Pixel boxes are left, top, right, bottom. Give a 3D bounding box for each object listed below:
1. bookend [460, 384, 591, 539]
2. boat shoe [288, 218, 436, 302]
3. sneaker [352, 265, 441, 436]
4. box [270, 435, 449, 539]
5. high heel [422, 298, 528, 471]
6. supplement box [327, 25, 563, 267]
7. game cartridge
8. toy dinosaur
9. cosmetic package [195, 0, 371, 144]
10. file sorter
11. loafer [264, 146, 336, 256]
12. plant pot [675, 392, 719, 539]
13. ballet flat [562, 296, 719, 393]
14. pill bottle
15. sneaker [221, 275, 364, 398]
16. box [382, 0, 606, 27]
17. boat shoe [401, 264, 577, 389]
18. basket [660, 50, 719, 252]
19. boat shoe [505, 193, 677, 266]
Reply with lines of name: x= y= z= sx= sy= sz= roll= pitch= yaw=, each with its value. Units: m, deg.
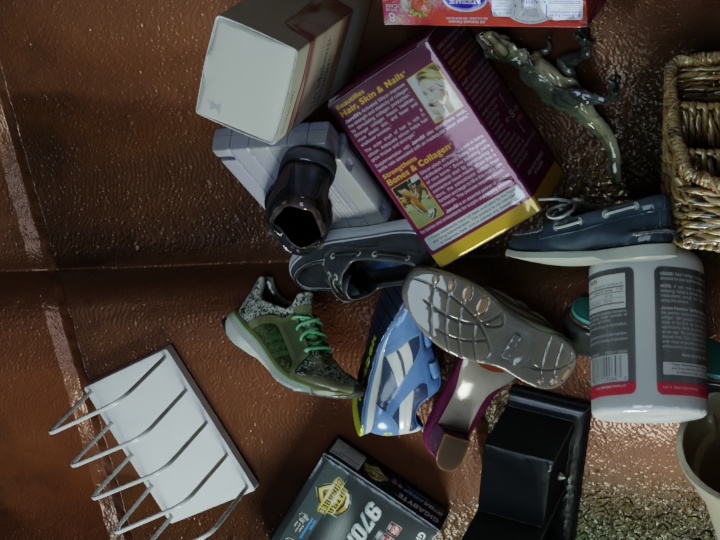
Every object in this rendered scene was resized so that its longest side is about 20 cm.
bookend: x=0.163 y=0.259 z=1.600 sx=0.091 sy=0.199 sz=0.202 roll=12 pitch=117 yaw=18
boat shoe: x=0.000 y=0.000 z=1.600 sx=0.199 sy=0.067 sz=0.070 roll=-10 pitch=137 yaw=35
sneaker: x=0.050 y=0.086 z=1.640 sx=0.081 sy=0.074 sz=0.202 roll=11 pitch=112 yaw=-11
box: x=-0.012 y=0.310 z=1.785 sx=0.158 sy=0.046 sz=0.201 roll=34 pitch=121 yaw=4
high heel: x=0.119 y=0.111 z=1.645 sx=0.067 sy=0.096 sz=0.201 roll=27 pitch=100 yaw=-11
supplement box: x=0.085 y=-0.128 z=1.504 sx=0.130 sy=0.103 sz=0.201 roll=-28 pitch=102 yaw=30
game cartridge: x=-0.050 y=-0.089 z=1.552 sx=0.128 sy=0.039 sz=0.200 roll=-5 pitch=153 yaw=20
toy dinosaur: x=0.203 y=-0.176 z=1.469 sx=0.200 sy=0.048 sz=0.088 roll=44 pitch=136 yaw=-3
cosmetic package: x=-0.070 y=-0.208 z=1.471 sx=0.087 sy=0.200 sz=0.104 roll=24 pitch=121 yaw=11
file sorter: x=-0.244 y=0.220 z=1.791 sx=0.138 sy=0.125 sz=0.201 roll=-24 pitch=104 yaw=30
loafer: x=-0.063 y=-0.053 z=1.520 sx=0.071 sy=0.064 sz=0.200 roll=11 pitch=156 yaw=-2
plant pot: x=0.417 y=0.231 z=1.504 sx=0.198 sy=0.201 sz=0.185 roll=-1 pitch=125 yaw=22
ballet flat: x=0.296 y=0.087 z=1.549 sx=0.199 sy=0.068 sz=0.069 roll=23 pitch=131 yaw=22
pill bottle: x=0.272 y=0.040 z=1.463 sx=0.110 sy=0.111 sz=0.202 roll=-4 pitch=78 yaw=23
sneaker: x=-0.067 y=0.069 z=1.653 sx=0.199 sy=0.077 sz=0.089 roll=33 pitch=109 yaw=33
box: x=0.122 y=-0.284 z=1.419 sx=0.198 sy=0.096 sz=0.101 roll=4 pitch=115 yaw=21
boat shoe: x=0.123 y=0.053 z=1.548 sx=0.199 sy=0.073 sz=0.075 roll=31 pitch=102 yaw=-16
basket: x=0.367 y=-0.105 z=1.353 sx=0.198 sy=0.143 sz=0.150 roll=0 pitch=116 yaw=4
boat shoe: x=0.206 y=-0.037 z=1.405 sx=0.199 sy=0.074 sz=0.063 roll=-4 pitch=86 yaw=59
